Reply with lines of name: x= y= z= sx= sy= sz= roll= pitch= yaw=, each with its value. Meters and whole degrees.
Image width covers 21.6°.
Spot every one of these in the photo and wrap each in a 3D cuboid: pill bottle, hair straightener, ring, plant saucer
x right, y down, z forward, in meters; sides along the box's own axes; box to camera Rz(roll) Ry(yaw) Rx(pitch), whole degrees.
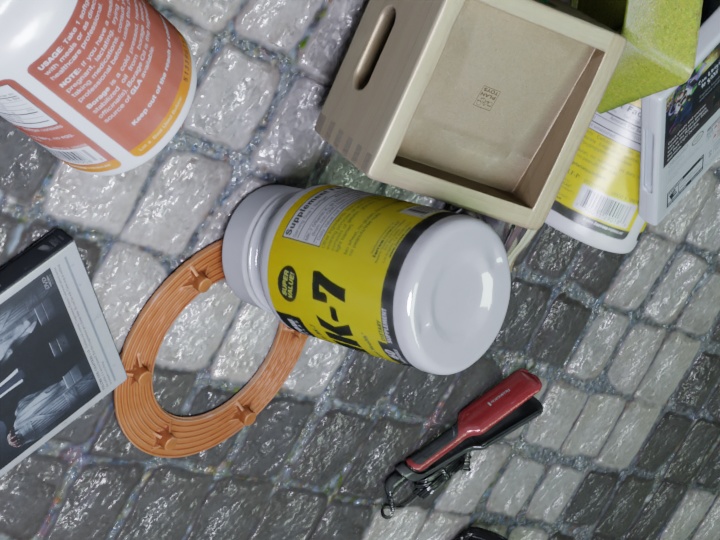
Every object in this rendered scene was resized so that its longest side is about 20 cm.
pill bottle: x=0.227 y=-0.125 z=1.627 sx=0.111 sy=0.111 sz=0.200 roll=7 pitch=113 yaw=-52
hair straightener: x=0.095 y=0.176 z=1.780 sx=0.200 sy=0.041 sz=0.077 roll=-38 pitch=142 yaw=-23
pill bottle: x=0.000 y=0.000 z=1.370 sx=0.114 sy=0.200 sz=0.115 roll=-15 pitch=112 yaw=-43
pill bottle: x=-0.191 y=-0.145 z=1.119 sx=0.112 sy=0.112 sz=0.200 roll=-53 pitch=145 yaw=-3
ring: x=-0.107 y=0.062 z=1.469 sx=0.200 sy=0.019 sz=0.201 roll=-30 pitch=139 yaw=-31
plant saucer: x=0.207 y=-0.233 z=1.445 sx=0.048 sy=0.200 sz=0.200 roll=9 pitch=85 yaw=-13

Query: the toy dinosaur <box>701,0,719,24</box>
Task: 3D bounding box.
toy dinosaur: x=0.341 y=-0.230 z=1.703 sx=0.200 sy=0.105 sz=0.182 roll=-39 pitch=162 yaw=-38

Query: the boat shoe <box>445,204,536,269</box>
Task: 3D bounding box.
boat shoe: x=0.102 y=-0.038 z=1.589 sx=0.065 sy=0.072 sz=0.200 roll=-12 pitch=133 yaw=-50

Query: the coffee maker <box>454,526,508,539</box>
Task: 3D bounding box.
coffee maker: x=0.118 y=0.377 z=1.920 sx=0.192 sy=0.135 sz=0.200 roll=-30 pitch=143 yaw=5

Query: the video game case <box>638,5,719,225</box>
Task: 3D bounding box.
video game case: x=0.296 y=-0.155 z=1.554 sx=0.200 sy=0.023 sz=0.182 roll=-45 pitch=154 yaw=-19

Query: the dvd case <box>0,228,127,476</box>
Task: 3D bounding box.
dvd case: x=-0.260 y=0.081 z=1.300 sx=0.200 sy=0.025 sz=0.150 roll=-39 pitch=142 yaw=-23

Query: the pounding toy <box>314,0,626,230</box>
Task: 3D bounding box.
pounding toy: x=0.091 y=-0.158 z=1.390 sx=0.184 sy=0.142 sz=0.200 roll=16 pitch=105 yaw=-31
